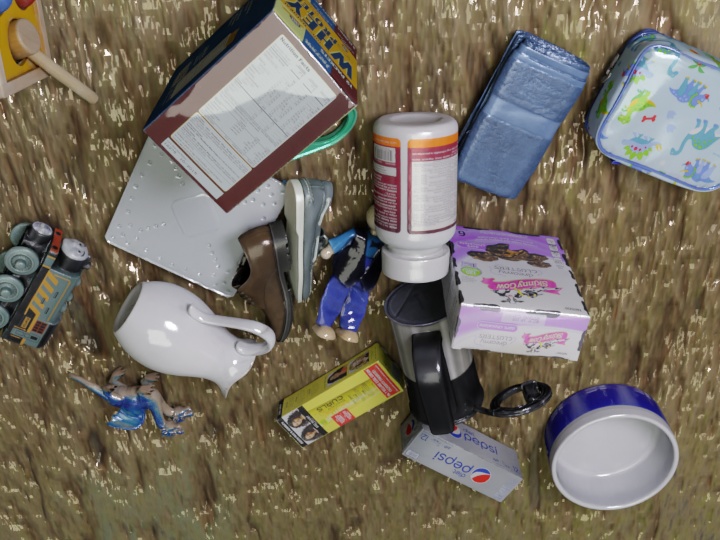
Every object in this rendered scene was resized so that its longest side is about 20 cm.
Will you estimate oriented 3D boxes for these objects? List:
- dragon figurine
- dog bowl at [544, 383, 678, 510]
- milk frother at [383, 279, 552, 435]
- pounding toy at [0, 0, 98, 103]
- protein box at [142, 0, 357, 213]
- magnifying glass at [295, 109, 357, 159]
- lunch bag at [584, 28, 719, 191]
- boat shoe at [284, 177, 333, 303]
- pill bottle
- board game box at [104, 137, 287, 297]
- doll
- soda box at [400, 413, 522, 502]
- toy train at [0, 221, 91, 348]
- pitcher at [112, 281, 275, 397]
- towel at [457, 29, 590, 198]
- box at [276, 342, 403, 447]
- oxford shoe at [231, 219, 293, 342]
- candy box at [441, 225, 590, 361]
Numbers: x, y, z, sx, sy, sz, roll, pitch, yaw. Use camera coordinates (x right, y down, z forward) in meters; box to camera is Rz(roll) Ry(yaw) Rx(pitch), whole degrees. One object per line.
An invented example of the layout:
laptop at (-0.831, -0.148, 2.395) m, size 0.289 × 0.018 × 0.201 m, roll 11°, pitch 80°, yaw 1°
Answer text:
dragon figurine at (-0.362, 0.209, 1.319) m, size 0.197 × 0.059 × 0.101 m, roll 5°, pitch 121°, yaw -4°
dog bowl at (0.397, 0.282, 1.349) m, size 0.197 × 0.079 × 0.203 m, roll 0°, pitch 120°, yaw 0°
milk frother at (0.154, 0.120, 1.206) m, size 0.197 × 0.181 × 0.190 m, roll -18°, pitch 122°, yaw -4°
pounding toy at (-0.414, -0.272, 0.976) m, size 0.140 × 0.185 × 0.203 m, roll -2°, pitch 113°, yaw 2°
protein box at (-0.120, -0.214, 0.983) m, size 0.199 × 0.199 × 0.135 m, roll -36°, pitch 116°, yaw 20°
magnifying glass at (-0.090, -0.157, 1.091) m, size 0.199 × 0.023 × 0.079 m, roll -33°, pitch 152°, yaw 12°
lunch bag at (0.394, -0.195, 1.062) m, size 0.197 × 0.083 × 0.162 m, roll 18°, pitch 118°, yaw -10°
boat shoe at (-0.069, -0.039, 1.164) m, size 0.061 × 0.073 × 0.202 m, roll -12°, pitch 131°, yaw -19°
pill bottle at (0.071, -0.095, 1.089) m, size 0.108 × 0.110 × 0.203 m, roll -1°, pitch 111°, yaw 1°
board game box at (-0.225, -0.082, 1.165) m, size 0.198 × 0.026 × 0.201 m, roll 25°, pitch 118°, yaw -15°
doll at (0.000, 0.000, 1.185) m, size 0.135 × 0.048 × 0.202 m, roll 10°, pitch 107°, yaw -32°
soda box at (0.162, 0.293, 1.362) m, size 0.198 × 0.069 × 0.064 m, roll 28°, pitch 116°, yaw -16°
toy train at (-0.464, 0.021, 1.200) m, size 0.113 × 0.086 × 0.201 m, roll 24°, pitch 117°, yaw -28°
pitcher at (-0.234, 0.087, 1.204) m, size 0.199 × 0.122 × 0.171 m, roll 32°, pitch 133°, yaw -24°
towel at (0.200, -0.194, 1.083) m, size 0.110 × 0.049 × 0.202 m, roll 21°, pitch 118°, yaw -12°
box at (-0.032, 0.196, 1.315) m, size 0.199 × 0.050 × 0.075 m, roll -32°, pitch 115°, yaw 17°
oxford shoe at (-0.139, 0.021, 1.186) m, size 0.083 × 0.073 × 0.202 m, roll -13°, pitch 127°, yaw -13°
candy box at (0.197, 0.025, 1.125) m, size 0.165 × 0.201 × 0.072 m, roll 6°, pitch 122°, yaw -4°
